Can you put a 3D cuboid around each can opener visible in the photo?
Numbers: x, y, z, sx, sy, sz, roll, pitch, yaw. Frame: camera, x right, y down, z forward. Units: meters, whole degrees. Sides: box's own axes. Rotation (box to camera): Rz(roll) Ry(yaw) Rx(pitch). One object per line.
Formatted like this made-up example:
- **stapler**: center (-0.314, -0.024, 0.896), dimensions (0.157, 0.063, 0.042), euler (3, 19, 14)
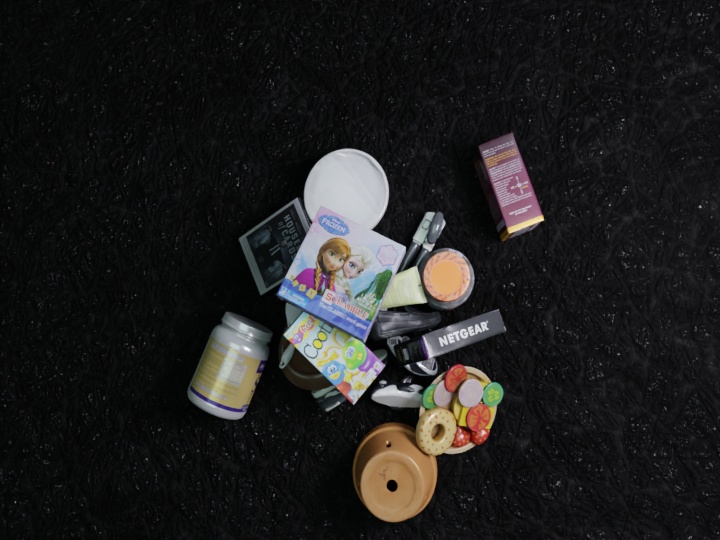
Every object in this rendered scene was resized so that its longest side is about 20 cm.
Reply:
- **can opener**: center (0.132, -0.044, 1.236), dimensions (0.052, 0.067, 0.204), euler (28, 88, 9)

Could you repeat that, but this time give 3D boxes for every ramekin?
- **ramekin**: center (-0.028, -0.170, 1.255), dimensions (0.194, 0.094, 0.211), euler (-1, 84, 7)

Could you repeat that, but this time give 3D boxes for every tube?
- **tube**: center (0.036, 0.052, 1.111), dimensions (0.194, 0.058, 0.054), euler (-15, 57, 21)

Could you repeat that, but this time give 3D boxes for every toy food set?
- **toy food set**: center (0.213, 0.303, 1.164), dimensions (0.193, 0.049, 0.205), euler (10, 96, -18)

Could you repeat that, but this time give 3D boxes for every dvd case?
- **dvd case**: center (-0.187, -0.053, 1.262), dimensions (0.197, 0.025, 0.154), euler (-29, 80, 26)

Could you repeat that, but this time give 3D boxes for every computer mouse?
- **computer mouse**: center (0.087, 0.177, 1.214), dimensions (0.198, 0.110, 0.044), euler (40, 115, 1)

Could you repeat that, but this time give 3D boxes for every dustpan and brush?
- **dustpan and brush**: center (-0.133, 0.123, 1.213), dimensions (0.136, 0.058, 0.203), euler (21, 65, 26)

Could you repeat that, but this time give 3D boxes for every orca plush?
- **orca plush**: center (0.119, 0.260, 1.208), dimensions (0.192, 0.107, 0.073), euler (-4, 52, 9)

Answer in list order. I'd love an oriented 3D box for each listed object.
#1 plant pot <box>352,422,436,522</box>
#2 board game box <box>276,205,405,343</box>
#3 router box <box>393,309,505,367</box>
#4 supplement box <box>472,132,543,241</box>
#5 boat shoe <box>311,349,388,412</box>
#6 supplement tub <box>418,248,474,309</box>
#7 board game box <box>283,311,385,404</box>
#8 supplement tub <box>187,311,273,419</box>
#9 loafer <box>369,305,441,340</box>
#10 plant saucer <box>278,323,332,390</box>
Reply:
- **plant pot**: center (0.071, 0.446, 1.159), dimensions (0.192, 0.140, 0.208), euler (-1, 85, 6)
- **board game box**: center (-0.036, 0.005, 1.065), dimensions (0.195, 0.041, 0.204), euler (24, 78, 8)
- **router box**: center (0.184, 0.144, 1.133), dimensions (0.194, 0.149, 0.053), euler (-16, 80, -23)
- **supplement box**: center (0.327, -0.183, 1.205), dimensions (0.083, 0.110, 0.207), euler (-18, 83, 4)
- **boat shoe**: center (-0.016, 0.251, 1.226), dimensions (0.196, 0.076, 0.062), euler (-30, 101, 6)
- **supplement tub**: center (0.181, 0.022, 1.157), dimensions (0.118, 0.200, 0.128), euler (-1, 83, 6)
- **board game box**: center (-0.058, 0.163, 1.124), dimensions (0.200, 0.103, 0.105), euler (44, 82, -3)
- **supplement tub**: center (-0.292, 0.214, 1.223), dimensions (0.142, 0.145, 0.206), euler (23, 88, 8)
- **loafer**: center (0.100, 0.103, 1.182), dimensions (0.195, 0.067, 0.073), euler (-6, 81, -36)
- **plant saucer**: center (-0.102, 0.166, 1.225), dimensions (0.193, 0.035, 0.207), euler (-7, 62, 14)
